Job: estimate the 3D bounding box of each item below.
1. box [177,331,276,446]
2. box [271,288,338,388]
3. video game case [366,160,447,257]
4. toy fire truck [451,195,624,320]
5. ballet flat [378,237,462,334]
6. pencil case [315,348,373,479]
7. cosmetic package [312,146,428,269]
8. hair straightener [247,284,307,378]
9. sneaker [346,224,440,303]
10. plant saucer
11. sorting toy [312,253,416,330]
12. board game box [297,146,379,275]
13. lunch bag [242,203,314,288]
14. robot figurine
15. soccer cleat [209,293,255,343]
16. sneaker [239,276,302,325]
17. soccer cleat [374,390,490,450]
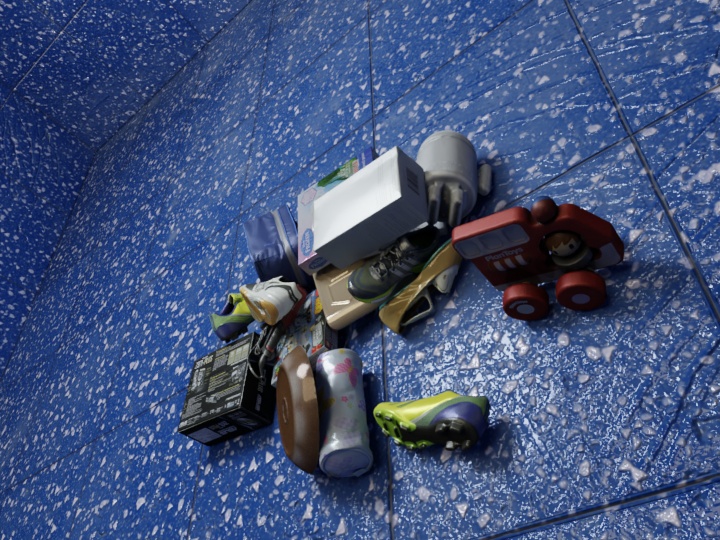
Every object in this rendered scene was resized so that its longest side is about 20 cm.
[{"bbox_3d":[-0.264,0.243,1.235,0.197,0.086,0.167,-27,43,31],"label":"box"},{"bbox_3d":[-0.102,0.123,1.162,0.136,0.040,0.202,-37,27,22],"label":"box"},{"bbox_3d":[0.071,-0.126,1.174,0.177,0.023,0.204,-15,47,15],"label":"video game case"},{"bbox_3d":[0.242,-0.028,0.826,0.197,0.167,0.115,-17,48,39],"label":"toy fire truck"},{"bbox_3d":[0.117,0.030,1.024,0.200,0.068,0.064,-45,64,15],"label":"ballet flat"},{"bbox_3d":[-0.027,0.225,0.979,0.083,0.089,0.203,-48,33,33],"label":"pencil case"},{"bbox_3d":[0.012,-0.101,1.022,0.197,0.080,0.116,-28,48,34],"label":"cosmetic package"},{"bbox_3d":[-0.169,0.121,1.191,0.076,0.041,0.204,-20,41,45],"label":"hair straightener"},{"bbox_3d":[0.058,-0.020,1.024,0.198,0.082,0.074,-34,66,-24],"label":"sneaker"},{"bbox_3d":[-0.107,0.226,0.988,0.200,0.036,0.207,178,90,-71],"label":"plant saucer"},{"bbox_3d":[0.000,0.000,1.152,0.182,0.037,0.202,-29,46,5],"label":"sorting toy"},{"bbox_3d":[-0.038,-0.119,1.188,0.197,0.041,0.204,-30,42,23],"label":"board game box"},{"bbox_3d":[-0.167,-0.045,1.313,0.129,0.138,0.202,-22,40,-3],"label":"lunch bag"},{"bbox_3d":[0.153,-0.168,1.081,0.164,0.115,0.204,8,48,1],"label":"robot figurine"},{"bbox_3d":[-0.239,0.074,1.299,0.064,0.085,0.200,-24,11,43],"label":"soccer cleat"},{"bbox_3d":[-0.171,0.053,1.179,0.087,0.077,0.199,-36,21,-20],"label":"sneaker"},{"bbox_3d":[0.102,0.211,0.879,0.197,0.066,0.084,-10,27,47],"label":"soccer cleat"}]
